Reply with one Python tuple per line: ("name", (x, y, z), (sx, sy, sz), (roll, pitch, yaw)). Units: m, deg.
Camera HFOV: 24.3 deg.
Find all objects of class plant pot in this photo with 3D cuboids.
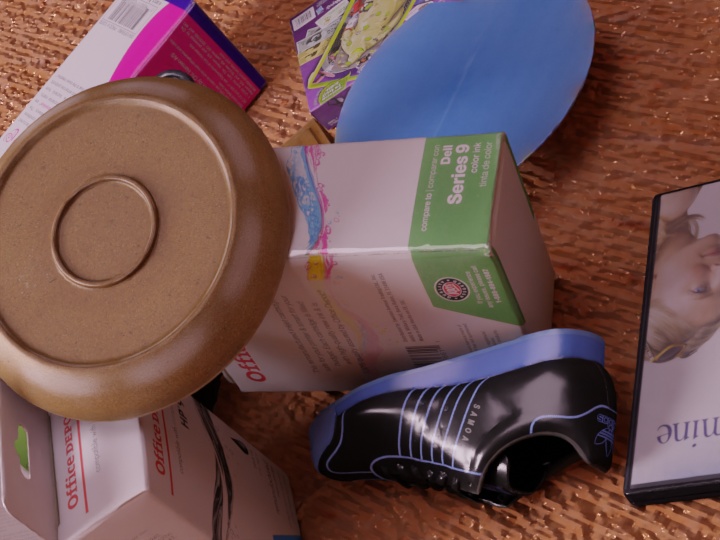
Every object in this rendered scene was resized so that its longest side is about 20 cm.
("plant pot", (-0.136, -0.018, 0.915), (0.199, 0.027, 0.201), (-6, 71, 18))

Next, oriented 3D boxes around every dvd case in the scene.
("dvd case", (0.214, 0.027, 0.892), (0.142, 0.018, 0.201), (-13, 50, 33))

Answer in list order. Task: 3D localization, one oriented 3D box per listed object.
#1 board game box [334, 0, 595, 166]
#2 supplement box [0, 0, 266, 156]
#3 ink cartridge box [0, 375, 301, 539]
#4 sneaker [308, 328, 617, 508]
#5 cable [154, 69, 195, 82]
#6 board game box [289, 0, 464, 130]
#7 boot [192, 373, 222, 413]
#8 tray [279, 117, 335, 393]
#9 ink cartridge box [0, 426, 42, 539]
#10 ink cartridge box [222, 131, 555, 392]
("board game box", (0.074, -0.109, 1.115), (0.199, 0.039, 0.158), (4, 60, 43))
("supplement box", (-0.186, -0.113, 1.302), (0.200, 0.103, 0.101), (-50, 40, -7))
("ink cartridge box", (-0.115, 0.126, 0.954), (0.068, 0.200, 0.116), (-34, 41, 14))
("sneaker", (0.052, 0.097, 0.935), (0.199, 0.070, 0.078), (-23, 56, 33))
("cable", (-0.151, -0.030, 1.012), (0.163, 0.051, 0.201), (-135, 68, -81))
("board game box", (0.040, -0.199, 1.233), (0.200, 0.032, 0.120), (-32, 37, 18))
("boot", (-0.158, 0.029, 1.141), (0.157, 0.079, 0.212), (8, 77, 47))
("tray", (-0.028, -0.016, 1.130), (0.099, 0.037, 0.200), (-40, 39, 6))
("ink cartridge box", (-0.238, 0.116, 1.004), (0.147, 0.200, 0.076), (-14, 47, 21))
("ink cartridge box", (0.000, 0.000, 0.963), (0.199, 0.145, 0.088), (-4, 56, 19))
